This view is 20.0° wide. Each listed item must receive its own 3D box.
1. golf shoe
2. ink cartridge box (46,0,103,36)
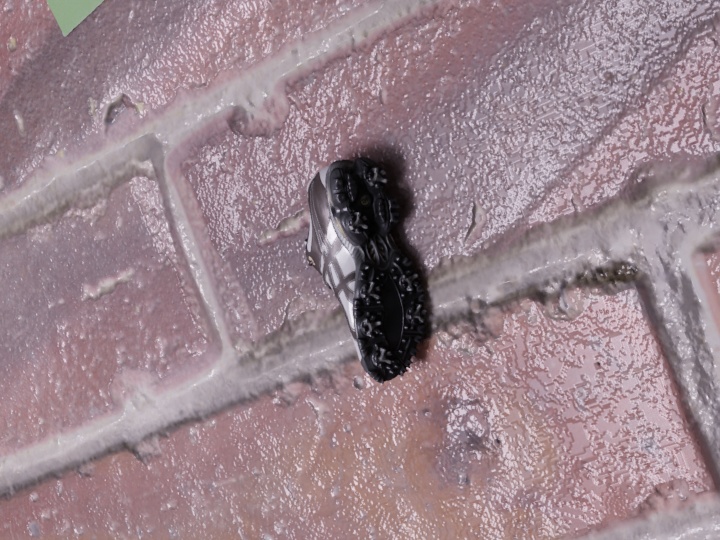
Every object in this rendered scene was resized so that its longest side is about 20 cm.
[{"bbox_3d":[0.000,0.000,1.827,0.094,0.077,0.202,-2,99,57],"label":"golf shoe"},{"bbox_3d":[-0.308,-0.349,1.998,0.145,0.048,0.201,-34,76,39],"label":"ink cartridge box"}]
